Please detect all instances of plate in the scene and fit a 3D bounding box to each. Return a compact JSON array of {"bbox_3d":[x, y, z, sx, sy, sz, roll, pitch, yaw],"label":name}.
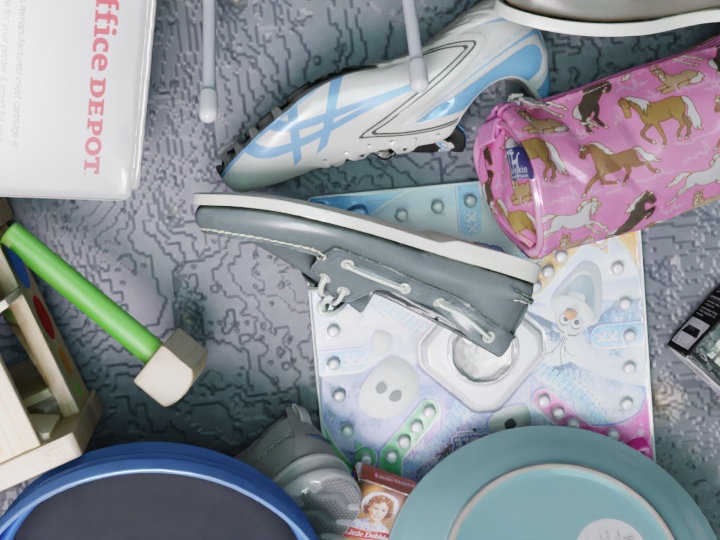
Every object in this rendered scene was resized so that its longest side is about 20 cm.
[{"bbox_3d":[0.112,0.174,0.947,0.200,0.026,0.201,2,60,-4],"label":"plate"}]

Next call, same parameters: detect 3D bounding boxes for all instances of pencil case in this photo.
[{"bbox_3d":[0.166,-0.076,0.956,0.200,0.083,0.087,-19,140,-11],"label":"pencil case"}]

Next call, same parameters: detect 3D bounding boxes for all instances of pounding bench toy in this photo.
[{"bbox_3d":[-0.203,0.029,0.947,0.200,0.124,0.156,-23,98,1],"label":"pounding bench toy"}]

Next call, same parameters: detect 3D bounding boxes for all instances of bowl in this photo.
[{"bbox_3d":[-0.111,0.180,0.936,0.200,0.039,0.201,-1,118,-2],"label":"bowl"}]

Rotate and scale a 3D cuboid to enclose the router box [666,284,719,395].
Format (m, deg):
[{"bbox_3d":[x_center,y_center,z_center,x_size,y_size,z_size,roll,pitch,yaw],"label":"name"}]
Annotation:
[{"bbox_3d":[0.305,0.058,1.008,0.200,0.051,0.149,42,92,-7],"label":"router box"}]

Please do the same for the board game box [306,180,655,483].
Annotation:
[{"bbox_3d":[0.072,0.048,1.011,0.199,0.026,0.201,-5,98,-2],"label":"board game box"}]

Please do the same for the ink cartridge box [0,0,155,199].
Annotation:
[{"bbox_3d":[-0.216,-0.120,0.906,0.199,0.083,0.145,2,112,-15],"label":"ink cartridge box"}]

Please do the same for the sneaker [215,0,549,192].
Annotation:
[{"bbox_3d":[0.014,-0.087,0.967,0.200,0.072,0.073,-25,92,2],"label":"sneaker"}]

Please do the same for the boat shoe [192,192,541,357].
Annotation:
[{"bbox_3d":[0.000,0.000,0.953,0.200,0.073,0.062,14,93,-9],"label":"boat shoe"}]

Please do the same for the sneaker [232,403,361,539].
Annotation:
[{"bbox_3d":[-0.081,0.160,1.005,0.200,0.082,0.075,-40,132,17],"label":"sneaker"}]

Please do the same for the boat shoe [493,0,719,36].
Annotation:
[{"bbox_3d":[0.171,-0.166,0.935,0.201,0.072,0.060,-5,120,-10],"label":"boat shoe"}]

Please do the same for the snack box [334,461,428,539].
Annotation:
[{"bbox_3d":[0.075,0.179,1.013,0.200,0.024,0.072,21,108,-12],"label":"snack box"}]

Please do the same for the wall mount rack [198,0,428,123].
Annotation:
[{"bbox_3d":[-0.034,-0.174,0.944,0.199,0.075,0.174,-8,92,4],"label":"wall mount rack"}]
